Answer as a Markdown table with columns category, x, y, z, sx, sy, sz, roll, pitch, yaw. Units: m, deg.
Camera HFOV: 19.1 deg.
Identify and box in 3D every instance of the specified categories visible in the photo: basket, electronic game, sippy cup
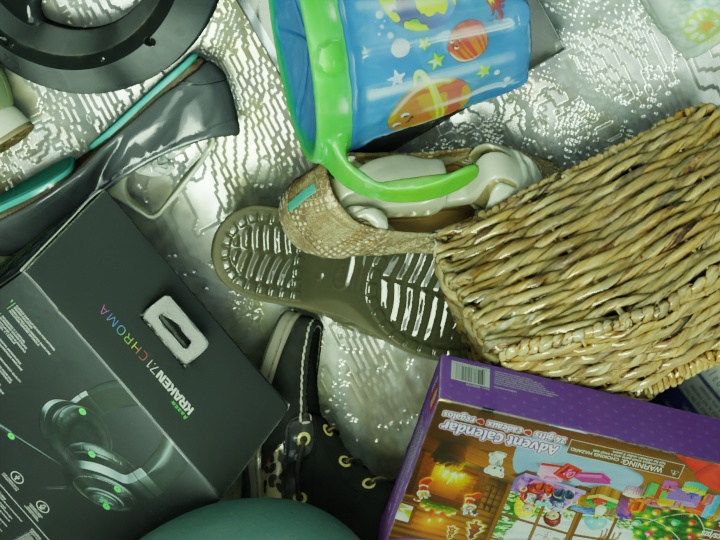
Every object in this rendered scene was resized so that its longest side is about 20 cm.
| category | x | y | z | sx | sy | sz | roll | pitch | yaw |
| --- | --- | --- | --- | --- | --- | --- | --- | --- | --- |
| basket | 0.162 | 0.028 | 1.233 | 0.199 | 0.143 | 0.150 | -26 | 131 | -4 |
| electronic game | -0.168 | -0.202 | 1.245 | 0.198 | 0.042 | 0.202 | 7 | 111 | 18 |
| sippy cup | 0.023 | -0.138 | 1.186 | 0.129 | 0.140 | 0.179 | -12 | 112 | -9 |

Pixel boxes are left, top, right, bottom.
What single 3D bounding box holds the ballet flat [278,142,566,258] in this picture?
| category | x | y | z | sx | sy | sz | roll | pitch | yaw |
| --- | --- | --- | --- | --- | --- | --- | --- | --- | --- |
| ballet flat | 0.051 | -0.043 | 1.252 | 0.199 | 0.065 | 0.071 | -9 | 69 | -25 |

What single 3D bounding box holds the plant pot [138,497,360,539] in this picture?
| category | x | y | z | sx | sy | sz | roll | pitch | yaw |
| --- | --- | --- | --- | --- | --- | --- | --- | --- | --- |
| plant pot | -0.055 | 0.203 | 1.177 | 0.198 | 0.135 | 0.201 | 9 | 123 | 13 |

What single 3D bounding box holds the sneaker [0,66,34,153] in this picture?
| category | x | y | z | sx | sy | sz | roll | pitch | yaw |
| --- | --- | --- | --- | --- | --- | --- | --- | --- | --- |
| sneaker | -0.301 | -0.079 | 1.287 | 0.199 | 0.067 | 0.090 | -26 | 93 | 7 |

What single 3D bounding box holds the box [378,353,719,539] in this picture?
| category | x | y | z | sx | sy | sz | roll | pitch | yaw |
| --- | --- | --- | --- | --- | --- | --- | --- | --- | --- |
| box | 0.121 | 0.128 | 1.188 | 0.198 | 0.039 | 0.137 | 13 | 130 | -6 |

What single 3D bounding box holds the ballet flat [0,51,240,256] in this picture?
| category | x | y | z | sx | sy | sz | roll | pitch | yaw |
| --- | --- | --- | --- | --- | --- | --- | --- | --- | --- |
| ballet flat | -0.155 | -0.050 | 1.288 | 0.199 | 0.073 | 0.073 | -35 | 101 | 5 |

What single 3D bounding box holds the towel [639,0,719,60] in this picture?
| category | x | y | z | sx | sy | sz | roll | pitch | yaw |
| --- | --- | --- | --- | --- | --- | --- | --- | --- | --- |
| towel | 0.210 | -0.243 | 1.229 | 0.171 | 0.048 | 0.201 | -33 | 114 | 3 |

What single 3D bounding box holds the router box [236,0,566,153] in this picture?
| category | x | y | z | sx | sy | sz | roll | pitch | yaw |
| --- | --- | --- | --- | --- | --- | --- | --- | --- | --- |
| router box | 0.006 | -0.180 | 1.264 | 0.156 | 0.052 | 0.201 | -29 | 101 | 6 |

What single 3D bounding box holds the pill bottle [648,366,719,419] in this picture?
| category | x | y | z | sx | sy | sz | roll | pitch | yaw |
| --- | --- | --- | --- | --- | --- | --- | --- | --- | --- |
| pill bottle | 0.190 | 0.146 | 1.304 | 0.120 | 0.120 | 0.200 | 43 | 99 | -9 |

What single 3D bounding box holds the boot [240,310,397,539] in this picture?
| category | x | y | z | sx | sy | sz | roll | pitch | yaw |
| --- | --- | --- | --- | --- | --- | --- | --- | --- | --- |
| boot | 0.005 | 0.128 | 1.290 | 0.149 | 0.073 | 0.202 | 4 | 74 | 11 |

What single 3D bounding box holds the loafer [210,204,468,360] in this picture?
| category | x | y | z | sx | sy | sz | roll | pitch | yaw |
| --- | --- | --- | --- | --- | --- | --- | --- | --- | --- |
| loafer | 0.000 | 0.000 | 1.301 | 0.199 | 0.067 | 0.077 | 20 | 95 | -20 |

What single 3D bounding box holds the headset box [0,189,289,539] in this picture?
| category | x | y | z | sx | sy | sz | roll | pitch | yaw |
| --- | --- | --- | --- | --- | --- | --- | --- | --- | --- |
| headset box | -0.166 | 0.072 | 1.255 | 0.174 | 0.093 | 0.200 | 49 | 132 | -10 |
